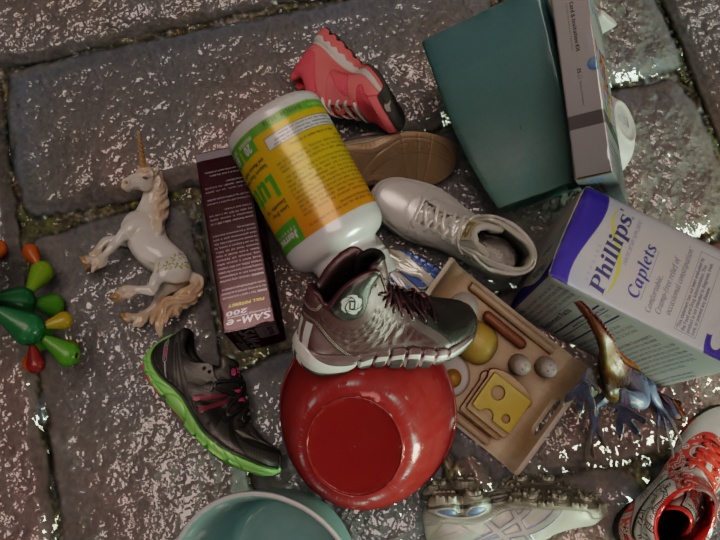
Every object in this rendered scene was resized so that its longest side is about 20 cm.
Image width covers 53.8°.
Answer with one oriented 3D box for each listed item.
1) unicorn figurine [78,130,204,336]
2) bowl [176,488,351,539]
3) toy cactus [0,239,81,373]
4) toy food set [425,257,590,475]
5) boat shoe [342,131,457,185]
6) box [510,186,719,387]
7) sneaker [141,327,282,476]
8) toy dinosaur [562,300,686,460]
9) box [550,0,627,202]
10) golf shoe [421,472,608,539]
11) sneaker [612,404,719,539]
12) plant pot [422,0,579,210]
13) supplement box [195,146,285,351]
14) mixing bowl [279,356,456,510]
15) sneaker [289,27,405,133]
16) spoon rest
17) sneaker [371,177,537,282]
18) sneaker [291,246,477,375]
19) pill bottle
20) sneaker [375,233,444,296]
[{"bbox_3d":[-0.254,-0.031,0.828,0.137,0.074,0.202,-38,93,-20],"label":"unicorn figurine"},{"bbox_3d":[-0.080,0.299,0.698,0.195,0.105,0.207,1,95,12],"label":"bowl"},{"bbox_3d":[-0.390,0.036,0.761,0.102,0.165,0.201,-41,73,10],"label":"toy cactus"},{"bbox_3d":[0.133,0.104,0.771,0.198,0.060,0.145,38,89,2],"label":"toy food set"},{"bbox_3d":[0.020,-0.134,0.853,0.195,0.065,0.074,-11,118,-15],"label":"boat shoe"},{"bbox_3d":[0.281,0.025,0.752,0.196,0.184,0.107,26,77,6],"label":"box"},{"bbox_3d":[-0.153,0.142,0.773,0.200,0.077,0.084,44,82,9],"label":"sneaker"},{"bbox_3d":[0.289,0.120,0.735,0.103,0.180,0.206,10,106,35],"label":"toy dinosaur"},{"bbox_3d":[0.243,-0.182,0.751,0.040,0.155,0.206,-10,80,24],"label":"box"},{"bbox_3d":[0.162,0.272,0.754,0.194,0.078,0.100,-2,93,4],"label":"golf shoe"},{"bbox_3d":[0.354,0.220,0.739,0.201,0.108,0.067,-43,79,-11],"label":"sneaker"},{"bbox_3d":[0.179,-0.180,0.816,0.138,0.141,0.205,-17,86,23],"label":"plant pot"},{"bbox_3d":[-0.134,-0.023,0.800,0.059,0.109,0.205,-12,74,-3],"label":"supplement box"},{"bbox_3d":[0.001,0.160,0.717,0.194,0.108,0.206,1,97,7],"label":"mixing bowl"},{"bbox_3d":[-0.018,-0.210,0.859,0.087,0.074,0.201,-42,52,3],"label":"sneaker"},{"bbox_3d":[0.296,-0.216,0.878,0.098,0.060,0.206,16,66,-40],"label":"spoon rest"},{"bbox_3d":[0.104,-0.053,0.786,0.196,0.116,0.075,26,86,-3],"label":"sneaker"},{"bbox_3d":[0.034,0.030,0.666,0.195,0.118,0.076,-9,37,-24],"label":"sneaker"},{"bbox_3d":[-0.045,-0.070,0.734,0.109,0.111,0.203,-29,86,-8],"label":"pill bottle"},{"bbox_3d":[0.000,0.000,0.814,0.196,0.077,0.087,27,80,7],"label":"sneaker"}]
